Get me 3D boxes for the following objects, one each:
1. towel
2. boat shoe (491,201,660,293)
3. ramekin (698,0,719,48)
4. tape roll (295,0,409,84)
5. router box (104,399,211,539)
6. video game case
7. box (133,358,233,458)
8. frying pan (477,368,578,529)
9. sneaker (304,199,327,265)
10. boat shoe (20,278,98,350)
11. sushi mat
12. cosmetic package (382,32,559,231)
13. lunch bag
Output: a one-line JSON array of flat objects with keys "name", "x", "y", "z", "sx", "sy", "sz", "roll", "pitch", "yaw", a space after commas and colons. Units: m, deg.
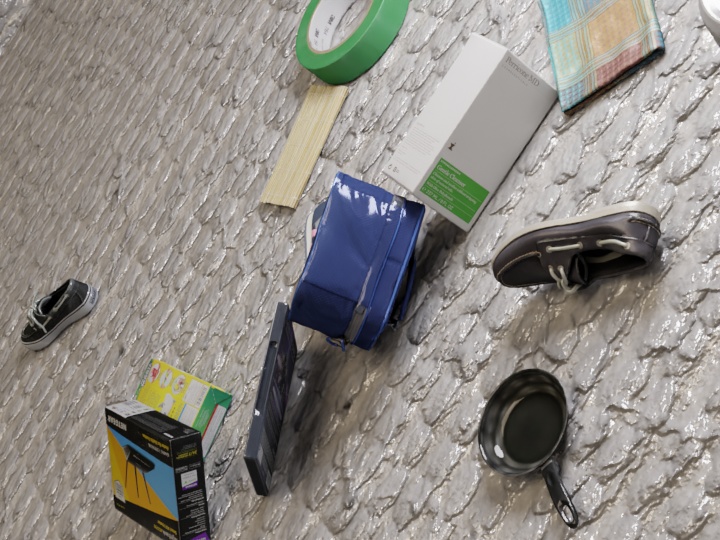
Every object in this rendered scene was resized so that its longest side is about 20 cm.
[{"name": "towel", "x": 0.279, "y": -0.292, "z": 1.540, "sx": 0.146, "sy": 0.022, "sz": 0.201, "roll": -34, "pitch": 42, "yaw": 33}, {"name": "boat shoe", "x": 0.217, "y": -0.012, "z": 1.357, "sx": 0.199, "sy": 0.072, "sz": 0.063, "roll": -20, "pitch": 50, "yaw": 37}, {"name": "ramekin", "x": 0.424, "y": -0.283, "z": 1.288, "sx": 0.202, "sy": 0.094, "sz": 0.204, "roll": -31, "pitch": 43, "yaw": 34}, {"name": "tape roll", "x": -0.013, "y": -0.374, "z": 1.940, "sx": 0.200, "sy": 0.048, "sz": 0.202, "roll": -31, "pitch": 44, "yaw": 35}, {"name": "router box", "x": -0.268, "y": 0.266, "z": 1.726, "sx": 0.199, "sy": 0.051, "sz": 0.151, "roll": 12, "pitch": 110, "yaw": 55}, {"name": "video game case", "x": -0.109, "y": 0.159, "z": 1.612, "sx": 0.019, "sy": 0.143, "sz": 0.202, "roll": 7, "pitch": 63, "yaw": 6}, {"name": "box", "x": -0.265, "y": 0.198, "z": 1.838, "sx": 0.199, "sy": 0.048, "sz": 0.118, "roll": 16, "pitch": 79, "yaw": 52}, {"name": "frying pan", "x": 0.188, "y": 0.168, "z": 1.308, "sx": 0.190, "sy": 0.031, "sz": 0.116, "roll": 32, "pitch": 91, "yaw": 52}, {"name": "sneaker", "x": -0.026, "y": -0.023, "z": 1.679, "sx": 0.082, "sy": 0.070, "sz": 0.201, "roll": -40, "pitch": 41, "yaw": 30}, {"name": "boat shoe", "x": -0.534, "y": 0.072, "z": 2.244, "sx": 0.199, "sy": 0.068, "sz": 0.074, "roll": -27, "pitch": 45, "yaw": 38}, {"name": "sushi mat", "x": -0.083, "y": -0.184, "z": 1.920, "sx": 0.095, "sy": 0.012, "sz": 0.201, "roll": 9, "pitch": 73, "yaw": 54}, {"name": "cosmetic package", "x": 0.130, "y": -0.165, "z": 1.558, "sx": 0.201, "sy": 0.107, "sz": 0.085, "roll": -57, "pitch": 35, "yaw": 6}, {"name": "lunch bag", "x": 0.000, "y": 0.000, "z": 1.563, "sx": 0.136, "sy": 0.131, "sz": 0.202, "roll": 116, "pitch": 172, "yaw": -76}]
